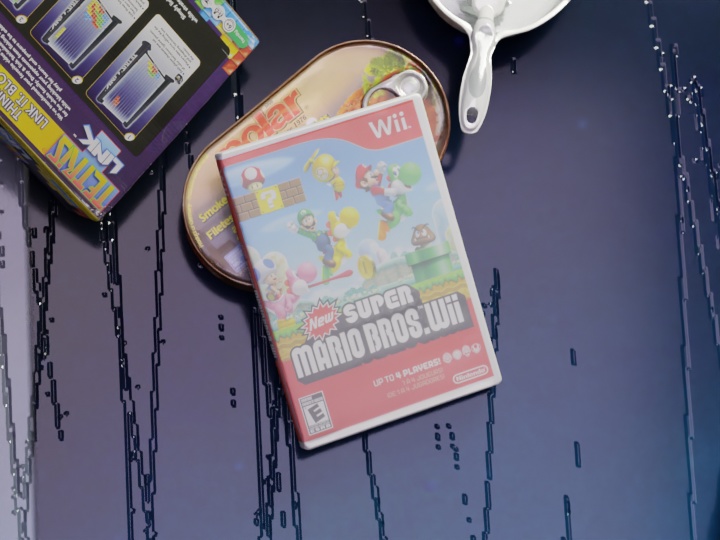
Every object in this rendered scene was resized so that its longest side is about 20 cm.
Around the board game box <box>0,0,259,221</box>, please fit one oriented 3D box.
[{"bbox_3d":[-0.185,-0.159,1.474,0.165,0.057,0.200,-48,121,-13],"label":"board game box"}]

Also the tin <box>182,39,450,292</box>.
[{"bbox_3d":[-0.030,-0.069,1.532,0.200,0.042,0.112,-39,89,-12],"label":"tin"}]

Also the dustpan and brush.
[{"bbox_3d":[0.086,-0.181,1.557,0.139,0.057,0.201,12,77,-4],"label":"dustpan and brush"}]

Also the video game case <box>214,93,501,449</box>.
[{"bbox_3d":[0.000,0.000,1.500,0.143,0.017,0.201,-18,96,-15],"label":"video game case"}]
